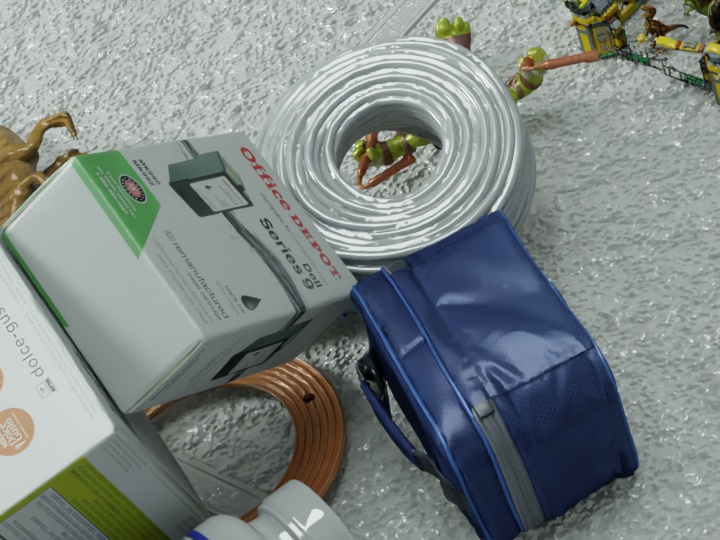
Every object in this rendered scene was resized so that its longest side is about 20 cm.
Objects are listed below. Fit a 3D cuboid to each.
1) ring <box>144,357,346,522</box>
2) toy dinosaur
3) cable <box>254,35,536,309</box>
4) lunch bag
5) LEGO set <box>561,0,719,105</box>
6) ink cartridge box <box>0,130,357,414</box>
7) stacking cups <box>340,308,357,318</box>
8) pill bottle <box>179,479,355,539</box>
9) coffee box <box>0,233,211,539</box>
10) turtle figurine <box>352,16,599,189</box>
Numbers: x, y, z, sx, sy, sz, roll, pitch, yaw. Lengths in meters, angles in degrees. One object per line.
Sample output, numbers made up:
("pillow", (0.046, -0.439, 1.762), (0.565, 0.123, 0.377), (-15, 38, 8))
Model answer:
("ring", (-0.104, 0.132, 1.639), (0.199, 0.019, 0.201), (-13, 43, 12))
("toy dinosaur", (-0.270, -0.087, 1.899), (0.106, 0.061, 0.200), (-24, 42, 1))
("cable", (0.020, -0.072, 1.663), (0.199, 0.069, 0.201), (-10, 58, 7))
("lunch bag", (0.073, 0.068, 1.536), (0.132, 0.136, 0.200), (-28, 46, -6))
("LEGO set", (0.242, -0.220, 1.769), (0.154, 0.116, 0.200), (-39, 44, -17))
("ink cartridge box", (-0.110, -0.005, 1.534), (0.084, 0.200, 0.146), (-43, 77, 27))
("stacking cups", (0.000, 0.000, 1.695), (0.199, 0.061, 0.061), (-14, 43, 10))
("pill bottle", (-0.092, 0.222, 1.476), (0.200, 0.112, 0.112), (-38, 45, -17))
("coffee box", (-0.246, 0.118, 1.527), (0.197, 0.200, 0.200), (-36, 63, -1))
("turtle figurine", (0.077, -0.129, 1.790), (0.199, 0.065, 0.161), (-31, 35, 4))
